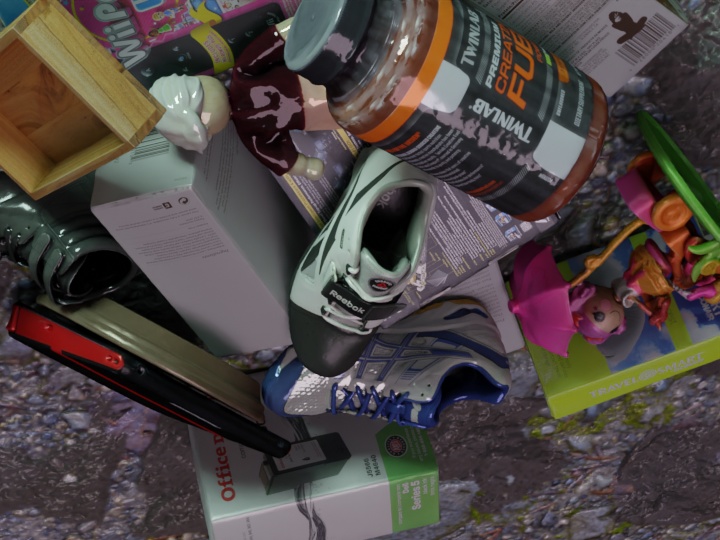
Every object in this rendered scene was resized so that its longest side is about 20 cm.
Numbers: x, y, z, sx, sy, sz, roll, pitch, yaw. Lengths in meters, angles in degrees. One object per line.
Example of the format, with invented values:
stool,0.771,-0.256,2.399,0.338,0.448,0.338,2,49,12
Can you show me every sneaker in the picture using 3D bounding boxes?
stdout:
sneaker,0.000,0.000,1.133,0.073,0.089,0.201,15,115,-12
sneaker,0.023,0.085,1.261,0.198,0.089,0.076,-16,142,-11
sneaker,-0.248,-0.022,1.160,0.198,0.100,0.071,-8,140,-9

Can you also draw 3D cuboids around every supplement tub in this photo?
supplement tub,0.052,-0.114,1.013,0.199,0.107,0.107,25,125,-26

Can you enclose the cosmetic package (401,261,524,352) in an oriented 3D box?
cosmetic package,0.061,-0.002,1.314,0.101,0.072,0.201,-20,139,3

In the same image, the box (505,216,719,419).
box,0.236,0.035,1.376,0.198,0.123,0.048,-20,148,4

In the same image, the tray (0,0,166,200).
tray,-0.202,-0.105,1.021,0.099,0.037,0.200,45,155,-16

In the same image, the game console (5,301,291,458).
game console,-0.169,0.085,1.271,0.200,0.176,0.031,34,76,-43

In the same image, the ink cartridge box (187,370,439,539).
ink cartridge box,-0.044,0.161,1.399,0.198,0.146,0.084,-12,139,-8

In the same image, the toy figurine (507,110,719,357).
toy figurine,0.210,0.000,1.299,0.184,0.151,0.200,-37,133,17

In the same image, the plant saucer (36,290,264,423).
plant saucer,-0.157,0.060,1.243,0.200,0.199,0.030,36,80,-43

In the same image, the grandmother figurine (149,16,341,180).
grandmother figurine,-0.043,-0.116,1.077,0.198,0.061,0.122,-9,111,-10

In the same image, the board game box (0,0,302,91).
board game box,-0.130,-0.191,1.045,0.198,0.065,0.148,-19,139,4

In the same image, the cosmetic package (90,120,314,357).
cosmetic package,-0.108,-0.035,1.180,0.084,0.108,0.200,-11,141,18

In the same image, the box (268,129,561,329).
box,0.029,-0.078,1.171,0.161,0.049,0.201,-33,113,8

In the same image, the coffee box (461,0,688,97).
coffee box,0.114,-0.215,1.067,0.199,0.115,0.080,26,123,-37
